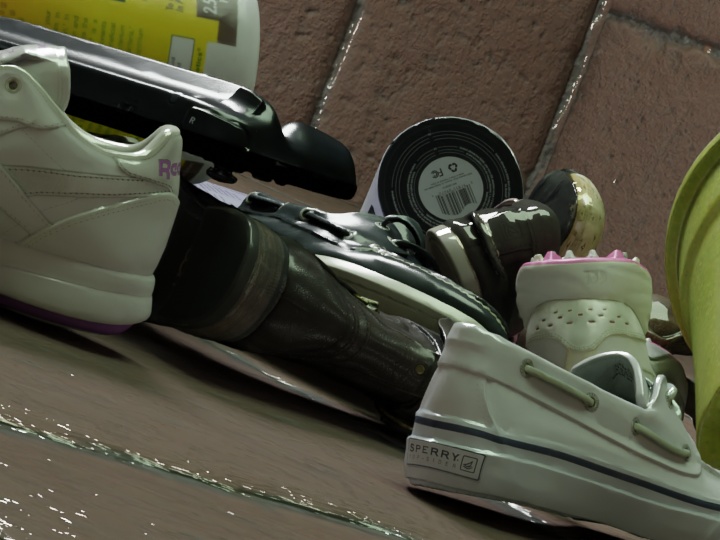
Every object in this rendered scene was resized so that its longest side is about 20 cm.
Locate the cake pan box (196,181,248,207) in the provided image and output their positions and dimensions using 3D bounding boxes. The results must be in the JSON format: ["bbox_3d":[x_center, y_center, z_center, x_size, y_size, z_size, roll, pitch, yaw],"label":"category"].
[{"bbox_3d":[-0.082,-0.020,1.520,0.183,0.053,0.200,19,3,-12],"label":"cake pan box"}]

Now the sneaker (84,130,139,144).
[{"bbox_3d":[-0.154,-0.044,1.296,0.093,0.071,0.200,28,7,11],"label":"sneaker"}]

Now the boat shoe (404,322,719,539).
[{"bbox_3d":[0.098,0.065,1.110,0.073,0.067,0.200,12,-4,39],"label":"boat shoe"}]

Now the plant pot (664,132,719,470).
[{"bbox_3d":[0.224,0.040,1.311,0.199,0.201,0.184,22,30,2],"label":"plant pot"}]

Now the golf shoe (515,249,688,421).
[{"bbox_3d":[0.111,0.066,1.363,0.075,0.092,0.200,-6,-26,14],"label":"golf shoe"}]

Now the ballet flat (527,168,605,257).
[{"bbox_3d":[0.107,-0.008,1.554,0.057,0.067,0.200,19,-13,-1],"label":"ballet flat"}]

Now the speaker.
[{"bbox_3d":[0.037,-0.020,1.621,0.081,0.082,0.200,22,-15,-1],"label":"speaker"}]

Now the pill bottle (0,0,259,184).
[{"bbox_3d":[-0.155,-0.108,1.377,0.199,0.110,0.109,9,7,-20],"label":"pill bottle"}]

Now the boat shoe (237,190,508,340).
[{"bbox_3d":[0.001,0.002,1.338,0.199,0.066,0.075,10,-41,47],"label":"boat shoe"}]

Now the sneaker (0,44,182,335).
[{"bbox_3d":[-0.161,-0.049,1.093,0.199,0.100,0.075,20,5,-13],"label":"sneaker"}]

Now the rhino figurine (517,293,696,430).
[{"bbox_3d":[0.118,0.050,1.521,0.087,0.060,0.200,26,-18,-24],"label":"rhino figurine"}]

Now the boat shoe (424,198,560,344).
[{"bbox_3d":[0.061,0.015,1.423,0.057,0.067,0.200,-22,-13,-9],"label":"boat shoe"}]

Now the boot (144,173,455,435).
[{"bbox_3d":[-0.016,0.027,1.234,0.174,0.069,0.200,28,1,-27],"label":"boot"}]

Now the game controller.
[{"bbox_3d":[-0.094,-0.066,1.241,0.199,0.042,0.104,19,-7,39],"label":"game controller"}]
